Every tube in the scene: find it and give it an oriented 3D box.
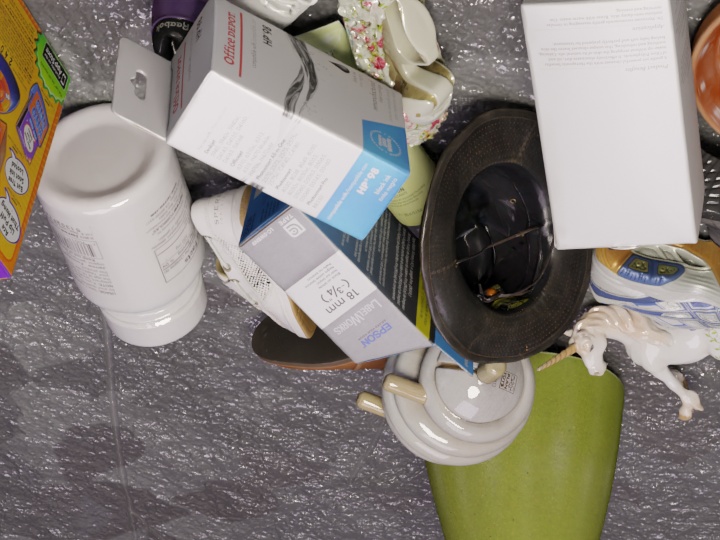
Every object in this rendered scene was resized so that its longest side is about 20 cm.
[{"bbox_3d":[0.000,-0.113,1.684,0.058,0.052,0.200,-43,129,-5],"label":"tube"}]

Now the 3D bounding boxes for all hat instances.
[{"bbox_3d":[0.095,-0.030,1.700,0.081,0.201,0.201,15,158,50],"label":"hat"}]

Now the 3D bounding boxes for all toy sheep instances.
[{"bbox_3d":[0.078,0.095,1.792,0.138,0.138,0.200,17,169,-10],"label":"toy sheep"}]

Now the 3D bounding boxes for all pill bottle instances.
[{"bbox_3d":[-0.188,-0.031,1.780,0.114,0.114,0.200,1,143,12],"label":"pill bottle"}]

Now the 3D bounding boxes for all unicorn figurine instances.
[{"bbox_3d":[0.267,0.068,1.857,0.200,0.074,0.137,-24,124,18],"label":"unicorn figurine"}]

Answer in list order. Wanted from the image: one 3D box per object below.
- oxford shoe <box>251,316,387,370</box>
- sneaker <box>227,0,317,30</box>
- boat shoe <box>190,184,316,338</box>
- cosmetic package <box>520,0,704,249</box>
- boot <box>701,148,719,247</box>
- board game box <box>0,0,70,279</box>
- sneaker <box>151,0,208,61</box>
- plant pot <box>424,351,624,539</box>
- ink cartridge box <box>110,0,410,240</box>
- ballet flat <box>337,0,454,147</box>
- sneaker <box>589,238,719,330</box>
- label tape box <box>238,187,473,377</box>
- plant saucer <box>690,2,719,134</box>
[{"bbox_3d":[0.005,0.065,1.906,0.200,0.071,0.071,-3,146,15],"label":"oxford shoe"},{"bbox_3d":[-0.049,-0.217,1.521,0.074,0.087,0.200,18,144,-15],"label":"sneaker"},{"bbox_3d":[-0.086,-0.009,1.820,0.069,0.071,0.200,-1,148,19],"label":"boat shoe"},{"bbox_3d":[0.181,-0.120,1.551,0.107,0.085,0.200,-1,124,15],"label":"cosmetic package"},{"bbox_3d":[0.264,-0.050,1.687,0.200,0.070,0.132,20,169,20],"label":"boot"},{"bbox_3d":[-0.363,-0.123,1.623,0.200,0.200,0.200,-5,140,20],"label":"board game box"},{"bbox_3d":[-0.116,-0.133,1.647,0.076,0.088,0.200,-4,142,18],"label":"sneaker"},{"bbox_3d":[0.140,0.199,1.914,0.187,0.200,0.187,1,154,0],"label":"plant pot"},{"bbox_3d":[-0.068,-0.115,1.520,0.200,0.116,0.067,26,119,-19],"label":"ink cartridge box"},{"bbox_3d":[0.033,-0.153,1.593,0.064,0.076,0.200,27,157,36],"label":"ballet flat"},{"bbox_3d":[0.283,0.015,1.780,0.200,0.075,0.088,19,151,3],"label":"sneaker"},{"bbox_3d":[0.000,0.000,1.709,0.063,0.144,0.200,-38,109,21],"label":"label tape box"},{"bbox_3d":[0.336,-0.148,1.572,0.200,0.032,0.200,6,144,4],"label":"plant saucer"}]
